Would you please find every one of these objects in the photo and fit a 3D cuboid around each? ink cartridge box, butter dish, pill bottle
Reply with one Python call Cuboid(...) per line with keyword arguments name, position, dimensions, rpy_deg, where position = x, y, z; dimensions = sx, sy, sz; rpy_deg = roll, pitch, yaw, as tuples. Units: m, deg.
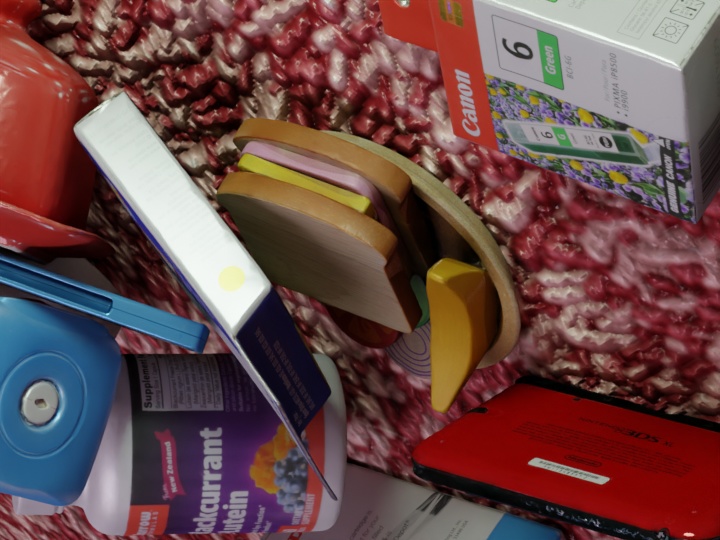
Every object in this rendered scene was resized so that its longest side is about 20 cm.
Cuboid(name="ink cartridge box", position=(0.076, -0.103, 1.151), dimensions=(0.199, 0.050, 0.109), rpy_deg=(22, 149, 26))
Cuboid(name="butter dish", position=(-0.223, -0.096, 1.414), dimensions=(0.198, 0.149, 0.200), rpy_deg=(19, 176, 3))
Cuboid(name="ink cartridge box", position=(0.027, 0.220, 1.598), dimensions=(0.199, 0.147, 0.086), rpy_deg=(14, 147, 38))
Cuboid(name="pill bottle", position=(-0.114, 0.107, 1.527), dimensions=(0.198, 0.112, 0.112), rpy_deg=(0, 154, -12))
Cuboid(name="ink cartridge box", position=(-0.070, 0.017, 1.383), dimensions=(0.200, 0.047, 0.198), rpy_deg=(50, 174, 20))

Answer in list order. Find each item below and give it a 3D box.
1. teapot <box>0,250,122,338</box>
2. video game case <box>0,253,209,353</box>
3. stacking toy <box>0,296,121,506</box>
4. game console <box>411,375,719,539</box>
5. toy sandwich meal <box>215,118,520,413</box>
Cuboid(name="teapot", position=(-0.261, 0.024, 1.589), dimensions=(0.200, 0.146, 0.197), rpy_deg=(32, 170, 35))
Cuboid(name="video game case", position=(-0.184, 0.007, 1.433), dimensions=(0.199, 0.018, 0.143), rpy_deg=(20, 176, -1))
Cuboid(name="stacking toy", position=(-0.242, 0.061, 1.458), dimensions=(0.116, 0.111, 0.199), rpy_deg=(19, 175, -41))
Cuboid(name="game console", position=(0.154, 0.140, 1.368), dimensions=(0.199, 0.172, 0.120), rpy_deg=(12, 117, 38))
Cuboid(name="toy sandwich meal", position=(0.000, 0.000, 1.374), dimensions=(0.204, 0.070, 0.206), rpy_deg=(28, 151, 17))
